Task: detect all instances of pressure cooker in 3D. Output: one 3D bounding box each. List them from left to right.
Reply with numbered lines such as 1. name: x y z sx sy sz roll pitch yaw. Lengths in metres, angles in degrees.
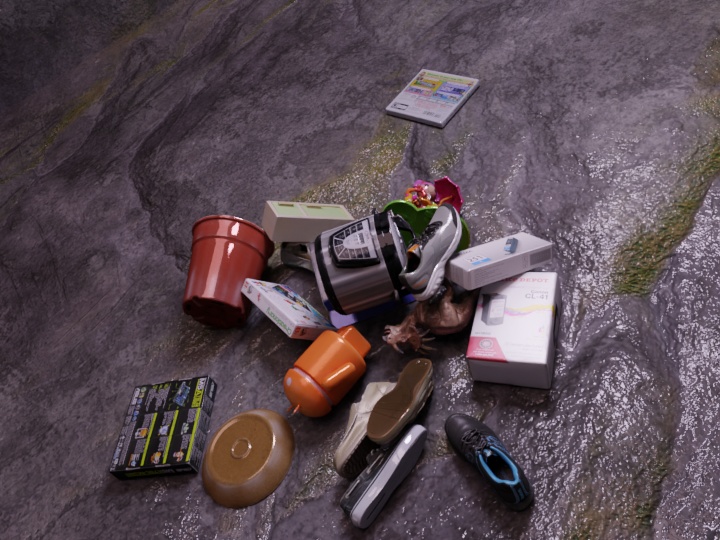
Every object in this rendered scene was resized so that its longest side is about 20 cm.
1. pressure cooker: 0.023 -0.021 1.316 0.197 0.178 0.179 -17 18 8

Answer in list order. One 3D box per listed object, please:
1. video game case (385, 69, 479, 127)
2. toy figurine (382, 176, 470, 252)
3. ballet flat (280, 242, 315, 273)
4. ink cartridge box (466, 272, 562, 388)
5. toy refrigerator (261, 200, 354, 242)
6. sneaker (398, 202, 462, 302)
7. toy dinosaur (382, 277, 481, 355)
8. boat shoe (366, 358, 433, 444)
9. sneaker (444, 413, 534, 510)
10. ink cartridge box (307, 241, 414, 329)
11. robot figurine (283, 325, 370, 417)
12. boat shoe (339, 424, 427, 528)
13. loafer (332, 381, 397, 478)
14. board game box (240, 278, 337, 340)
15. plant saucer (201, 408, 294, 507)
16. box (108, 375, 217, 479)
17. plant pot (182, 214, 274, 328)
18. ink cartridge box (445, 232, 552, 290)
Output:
1. video game case: 0.195 -0.471 1.806 0.198 0.022 0.183 24 65 38
2. toy figurine: 0.152 -0.137 1.452 0.198 0.151 0.185 27 41 -8
3. ballet flat: -0.109 -0.032 1.528 0.198 0.065 0.067 13 31 34
4. ink cartridge box: 0.286 0.105 1.225 0.145 0.086 0.202 1 52 24
5. toy refrigerator: -0.119 -0.113 1.528 0.197 0.071 0.076 0 33 -30
6. sneaker: 0.130 -0.045 1.238 0.073 0.079 0.202 -9 51 51
7. toy dinosaur: 0.151 0.097 1.282 0.197 0.086 0.137 -15 47 24
8. boat shoe: 0.079 0.242 1.182 0.071 0.066 0.200 0 33 34
9. sneaker: 0.208 0.297 1.097 0.073 0.082 0.200 -39 46 -10
10. ink cartridge box: 0.000 0.000 1.430 0.195 0.047 0.203 -21 64 6
11. robot figurine: -0.068 0.198 1.282 0.143 0.117 0.200 28 67 39
12. boat shoe: 0.036 0.340 1.144 0.070 0.072 0.200 29 69 35
13. loafer: 0.005 0.285 1.210 0.067 0.076 0.201 13 49 34
14. board game box: -0.152 0.084 1.413 0.199 0.125 0.035 36 105 41
15. plant saucer: -0.224 0.350 1.279 0.197 0.036 0.202 -12 48 14
16. box: -0.406 0.323 1.377 0.190 0.048 0.202 -9 48 14
17. plant pot: -0.311 0.013 1.511 0.197 0.201 0.198 -4 58 21
18. ink cartridge box: 0.244 -0.030 1.302 0.197 0.045 0.176 -16 22 -22
